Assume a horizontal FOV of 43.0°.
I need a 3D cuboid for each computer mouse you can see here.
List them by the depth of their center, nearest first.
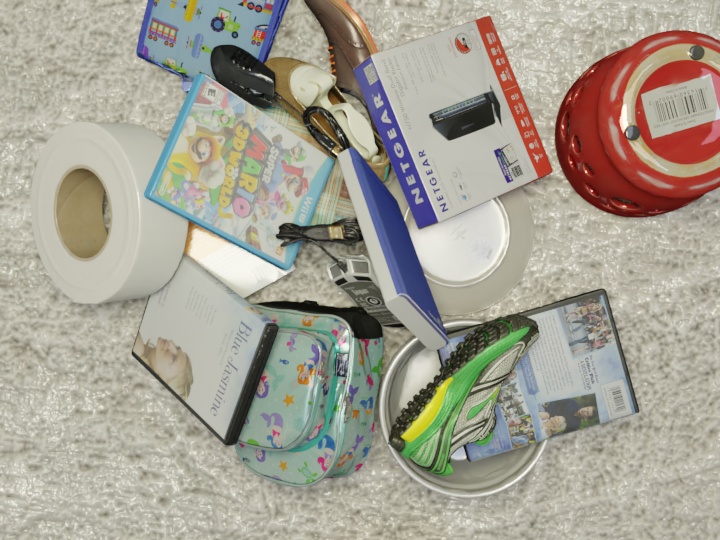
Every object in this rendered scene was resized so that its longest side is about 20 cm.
[{"bbox_3d":[-0.095,-0.188,1.040,0.199,0.059,0.034,36,46,8],"label":"computer mouse"},{"bbox_3d":[0.000,0.000,1.058,0.109,0.200,0.044,-8,51,36],"label":"computer mouse"}]

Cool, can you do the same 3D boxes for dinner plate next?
[{"bbox_3d":[0.115,-0.046,1.111,0.198,0.024,0.202,0,91,-2],"label":"dinner plate"}]

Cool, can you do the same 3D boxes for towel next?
[{"bbox_3d":[-0.090,-0.118,1.086,0.198,0.022,0.148,12,84,-10],"label":"towel"}]

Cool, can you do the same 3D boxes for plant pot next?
[{"bbox_3d":[0.337,-0.162,1.038,0.199,0.183,0.202,0,92,-1],"label":"plant pot"}]

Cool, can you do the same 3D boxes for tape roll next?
[{"bbox_3d":[-0.284,-0.064,1.025,0.201,0.071,0.204,5,98,37],"label":"tape roll"}]

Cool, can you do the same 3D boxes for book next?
[{"bbox_3d":[-0.182,-0.058,1.094,0.133,0.048,0.201,-28,91,-4],"label":"book"}]

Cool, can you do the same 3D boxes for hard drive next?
[{"bbox_3d":[0.035,-0.024,0.997,0.025,0.132,0.201,-27,55,13],"label":"hard drive"}]

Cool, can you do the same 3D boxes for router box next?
[{"bbox_3d":[0.110,-0.172,1.058,0.179,0.049,0.201,-25,94,-27],"label":"router box"}]

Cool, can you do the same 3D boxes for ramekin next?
[{"bbox_3d":[0.118,0.154,1.070,0.198,0.105,0.202,0,90,-2],"label":"ramekin"}]

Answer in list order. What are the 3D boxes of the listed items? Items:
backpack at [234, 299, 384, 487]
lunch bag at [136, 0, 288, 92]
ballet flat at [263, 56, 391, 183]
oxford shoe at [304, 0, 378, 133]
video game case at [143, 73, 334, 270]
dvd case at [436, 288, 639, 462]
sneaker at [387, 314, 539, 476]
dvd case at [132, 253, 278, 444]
[{"bbox_3d":[-0.070,0.142,1.037,0.176,0.150,0.202,6,96,33],"label":"backpack"},{"bbox_3d":[-0.172,-0.305,1.079,0.150,0.094,0.201,21,100,-3],"label":"lunch bag"},{"bbox_3d":[-0.033,-0.183,1.058,0.068,0.072,0.200,-39,89,-22],"label":"ballet flat"},{"bbox_3d":[-0.015,-0.255,1.085,0.072,0.071,0.200,-38,91,3],"label":"oxford shoe"},{"bbox_3d":[-0.127,-0.103,1.009,0.199,0.018,0.144,29,78,-40],"label":"video game case"},{"bbox_3d":[0.194,0.115,1.010,0.199,0.018,0.144,-16,90,0],"label":"dvd case"},{"bbox_3d":[0.121,0.130,0.971,0.085,0.078,0.200,39,99,-7],"label":"sneaker"},{"bbox_3d":[-0.178,0.078,1.009,0.200,0.017,0.144,33,108,37],"label":"dvd case"}]
